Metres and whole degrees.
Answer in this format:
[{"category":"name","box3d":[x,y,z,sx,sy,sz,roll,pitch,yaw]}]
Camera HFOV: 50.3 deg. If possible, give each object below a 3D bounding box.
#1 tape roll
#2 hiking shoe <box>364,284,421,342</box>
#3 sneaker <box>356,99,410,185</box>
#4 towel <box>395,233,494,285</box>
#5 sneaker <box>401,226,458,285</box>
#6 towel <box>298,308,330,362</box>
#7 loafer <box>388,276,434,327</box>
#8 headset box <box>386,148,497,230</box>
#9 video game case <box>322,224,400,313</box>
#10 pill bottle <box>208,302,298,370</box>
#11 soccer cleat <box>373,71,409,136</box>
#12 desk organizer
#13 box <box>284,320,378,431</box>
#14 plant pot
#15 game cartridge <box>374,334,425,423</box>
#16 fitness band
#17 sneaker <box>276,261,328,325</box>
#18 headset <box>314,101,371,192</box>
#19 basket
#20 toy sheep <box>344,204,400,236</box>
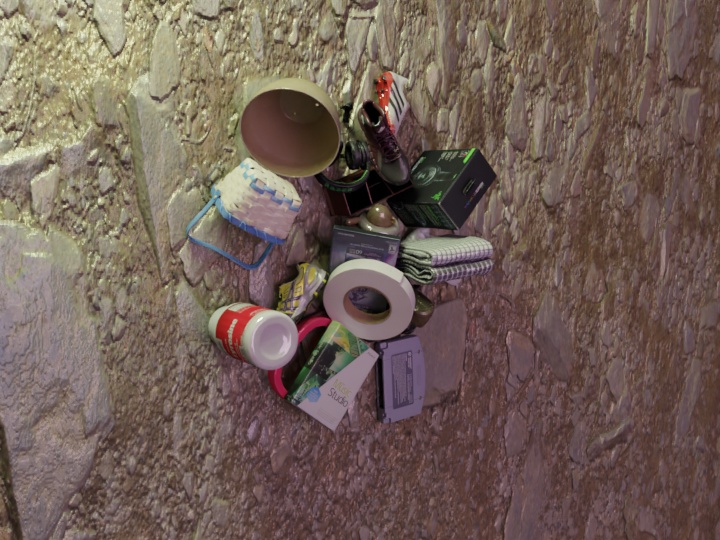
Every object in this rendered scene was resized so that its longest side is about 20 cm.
[{"category":"tape roll","box3d":[0.019,0.065,1.654,0.203,0.203,0.037,58,31,-27]},{"category":"hiking shoe","box3d":[0.090,0.121,1.810,0.200,0.076,0.101,-39,113,-28]},{"category":"sneaker","box3d":[0.046,-0.277,1.642,0.076,0.116,0.200,-29,90,0]},{"category":"towel","box3d":[0.179,-0.023,1.713,0.165,0.200,0.086,-11,101,-24]},{"category":"sneaker","box3d":[0.186,-0.034,1.858,0.080,0.070,0.200,-51,123,-4]},{"category":"towel","box3d":[-0.064,0.181,1.737,0.147,0.022,0.200,-23,109,-33]},{"category":"loafer","box3d":[0.090,0.061,1.744,0.076,0.200,0.068,-13,130,-28]},{"category":"headset box","box3d":[0.191,-0.188,1.771,0.174,0.200,0.093,-53,122,-18]},{"category":"video game case","box3d":[0.000,0.000,1.659,0.143,0.019,0.200,10,125,0]},{"category":"pill bottle","box3d":[-0.217,0.123,1.504,0.112,0.200,0.112,-4,97,-36]},{"category":"soccer cleat","box3d":[0.072,-0.351,1.747,0.085,0.069,0.200,1,90,-33]},{"category":"desk organizer","box3d":[0.020,-0.188,1.719,0.200,0.077,0.072,-29,112,-31]},{"category":"box","box3d":[-0.059,0.229,1.665,0.144,0.036,0.200,42,71,-35]},{"category":"plant pot","box3d":[-0.130,-0.307,1.546,0.200,0.200,0.135,50,31,-30]},{"category":"game cartridge","box3d":[0.098,0.260,1.859,0.133,0.042,0.200,-9,101,-40]},{"category":"fitness band","box3d":[-0.115,0.191,1.660,0.200,0.037,0.144,-51,124,-21]},{"category":"sneaker","box3d":[-0.151,0.071,1.641,0.076,0.075,0.200,35,77,1]},{"category":"headset","box3d":[-0.035,-0.262,1.645,0.123,0.094,0.200,9,58,-8]},{"category":"basket","box3d":[-0.223,-0.105,1.524,0.176,0.139,0.200,30,106,-37]},{"category":"toy sheep","box3d":[0.021,-0.061,1.705,0.138,0.138,0.200,-12,138,-35]}]
